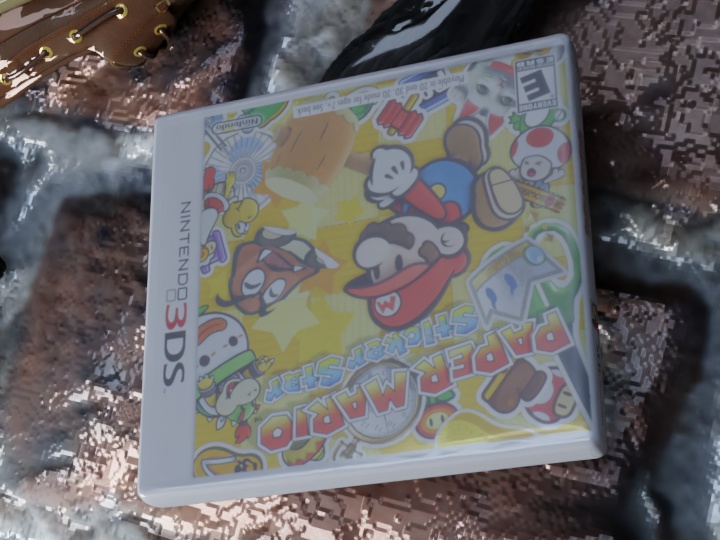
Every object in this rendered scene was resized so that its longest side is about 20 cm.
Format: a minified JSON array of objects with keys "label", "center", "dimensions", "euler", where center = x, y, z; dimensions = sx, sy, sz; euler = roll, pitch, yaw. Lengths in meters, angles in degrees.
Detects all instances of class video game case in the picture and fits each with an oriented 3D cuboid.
[{"label":"video game case","center":[0.000,0.000,0.662],"dimensions":[0.198,0.023,0.184],"euler":[-9,65,18]}]

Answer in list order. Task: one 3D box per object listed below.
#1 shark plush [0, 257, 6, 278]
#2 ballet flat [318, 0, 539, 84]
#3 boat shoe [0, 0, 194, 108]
[{"label":"shark plush","center":[-0.274,0.031,0.826],"dimensions":[0.198,0.083,0.092],"euler":[-1,77,26]},{"label":"ballet flat","center":[0.040,-0.109,0.734],"dimensions":[0.066,0.057,0.200],"euler":[40,103,1]},{"label":"boat shoe","center":[-0.119,-0.141,0.809],"dimensions":[0.198,0.072,0.068],"euler":[-17,103,13]}]
